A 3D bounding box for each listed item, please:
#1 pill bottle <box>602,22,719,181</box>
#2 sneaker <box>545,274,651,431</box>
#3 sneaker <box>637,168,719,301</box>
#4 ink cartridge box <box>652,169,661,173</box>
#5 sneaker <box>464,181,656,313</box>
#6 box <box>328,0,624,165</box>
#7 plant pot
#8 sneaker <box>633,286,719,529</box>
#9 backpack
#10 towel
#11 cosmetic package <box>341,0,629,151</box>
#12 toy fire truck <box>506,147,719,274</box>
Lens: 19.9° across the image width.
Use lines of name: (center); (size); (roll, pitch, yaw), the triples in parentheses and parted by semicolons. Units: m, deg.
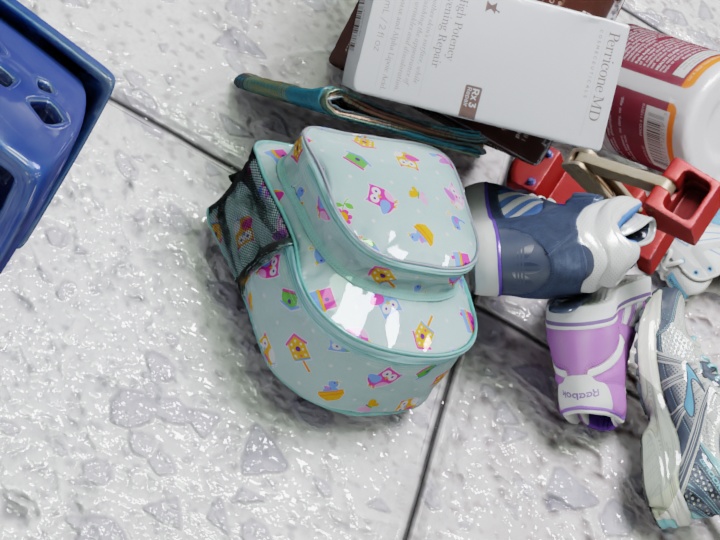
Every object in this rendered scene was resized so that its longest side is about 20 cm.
pill bottle: (0.250, -0.150, 1.786); (0.114, 0.115, 0.200); (-7, 23, -38)
sneaker: (0.191, 0.067, 1.653); (0.200, 0.072, 0.115); (-26, 110, -66)
sneaker: (0.271, -0.022, 1.779); (0.199, 0.075, 0.087); (19, 60, -11)
ink cartridge box: (0.388, -0.112, 1.879); (0.199, 0.147, 0.086); (3, 53, -33)
sneaker: (0.157, -0.025, 1.611); (0.145, 0.081, 0.200); (-4, 12, 2)
box: (0.093, -0.202, 1.679); (0.164, 0.167, 0.200); (27, 4, -11)
plant pot: (-0.287, -0.091, 1.360); (0.200, 0.200, 0.180); (36, 35, -1)
sneaker: (0.265, 0.106, 1.617); (0.086, 0.078, 0.201); (-8, 63, 15)
backpack: (0.000, 0.000, 1.510); (0.175, 0.153, 0.201); (8, 55, -36)
towel: (-0.004, -0.127, 1.623); (0.146, 0.022, 0.200); (15, 4, -25)
cosmetic package: (0.093, -0.162, 1.547); (0.199, 0.102, 0.074); (12, 7, -9)
toy fire truck: (0.201, -0.061, 1.667); (0.199, 0.141, 0.049); (27, 72, 26)
